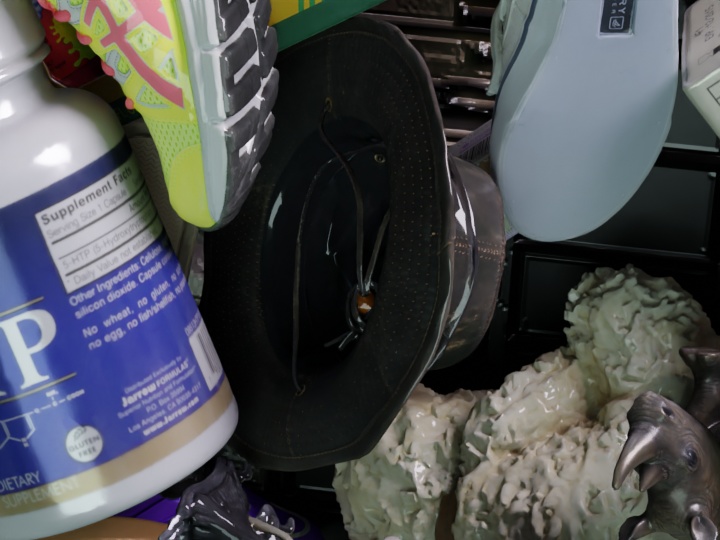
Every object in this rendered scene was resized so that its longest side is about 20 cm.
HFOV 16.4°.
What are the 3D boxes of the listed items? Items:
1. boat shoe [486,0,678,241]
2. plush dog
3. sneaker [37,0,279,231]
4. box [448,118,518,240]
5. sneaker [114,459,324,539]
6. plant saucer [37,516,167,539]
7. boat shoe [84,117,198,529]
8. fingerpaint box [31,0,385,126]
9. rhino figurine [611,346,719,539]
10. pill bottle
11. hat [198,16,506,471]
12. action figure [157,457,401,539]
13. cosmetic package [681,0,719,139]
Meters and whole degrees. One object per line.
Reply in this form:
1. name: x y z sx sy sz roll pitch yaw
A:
1. boat shoe: 0.085 -0.113 1.009 0.074 0.086 0.203 -3 127 -9
2. plush dog: 0.065 0.107 1.112 0.171 0.160 0.201 7 124 33
3. sneaker: -0.088 -0.110 0.960 0.090 0.078 0.201 -7 108 14
4. box: 0.000 0.000 1.109 0.199 0.042 0.039 -34 109 23
5. sneaker: -0.106 0.090 1.162 0.199 0.070 0.100 14 106 -5
6. plant saucer: -0.131 0.192 1.136 0.199 0.038 0.201 -8 134 -8
7. boat shoe: -0.111 0.025 1.099 0.074 0.068 0.201 21 104 -5
8. fingerpaint box: -0.097 -0.156 1.017 0.199 0.073 0.167 -23 114 20
9. rhino figurine: 0.158 0.076 1.038 0.059 0.199 0.088 5 96 35
10. pill bottle: -0.137 -0.006 0.994 0.119 0.120 0.201 -18 103 18
11. hat: 0.008 -0.008 1.022 0.080 0.201 0.201 5 126 -32
12. action figure: 0.017 0.152 0.986 0.199 0.102 0.119 21 153 14
13. cosmetic package: 0.227 -0.043 1.019 0.103 0.087 0.200 -32 109 22
